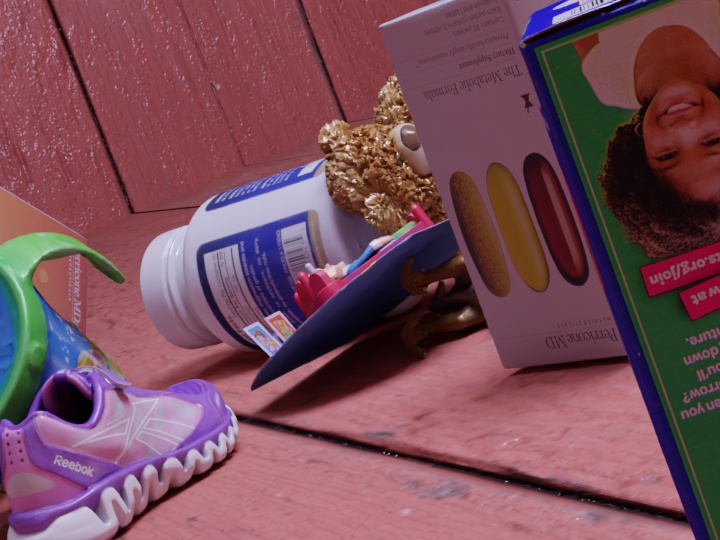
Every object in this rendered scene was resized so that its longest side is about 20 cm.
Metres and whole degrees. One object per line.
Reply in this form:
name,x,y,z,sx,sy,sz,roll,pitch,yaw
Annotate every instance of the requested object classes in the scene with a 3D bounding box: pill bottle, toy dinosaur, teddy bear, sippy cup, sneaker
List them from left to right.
sippy cup,-0.208,0.075,1.273,0.177,0.140,0.130,-31,-35,20
sneaker,-0.140,0.090,1.210,0.080,0.089,0.200,-19,7,29
pill bottle,-0.058,-0.007,1.535,0.199,0.121,0.120,-15,10,37
teddy bear,0.058,-0.067,1.483,0.066,0.146,0.199,-21,-33,35
toy dinosaur,0.068,0.016,1.344,0.106,0.061,0.200,-13,-7,-32

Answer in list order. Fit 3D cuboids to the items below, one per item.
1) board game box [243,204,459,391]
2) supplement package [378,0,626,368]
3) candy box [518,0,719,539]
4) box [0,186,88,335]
board game box,0.000,0.000,1.362,0.158,0.039,0.200,-45,-11,31
supplement package,0.113,-0.062,1.139,0.109,0.201,0.113,-25,8,-34
candy box,0.116,0.006,0.658,0.077,0.201,0.169,-21,6,9
box,-0.303,0.020,1.578,0.106,0.153,0.200,-17,-29,27
